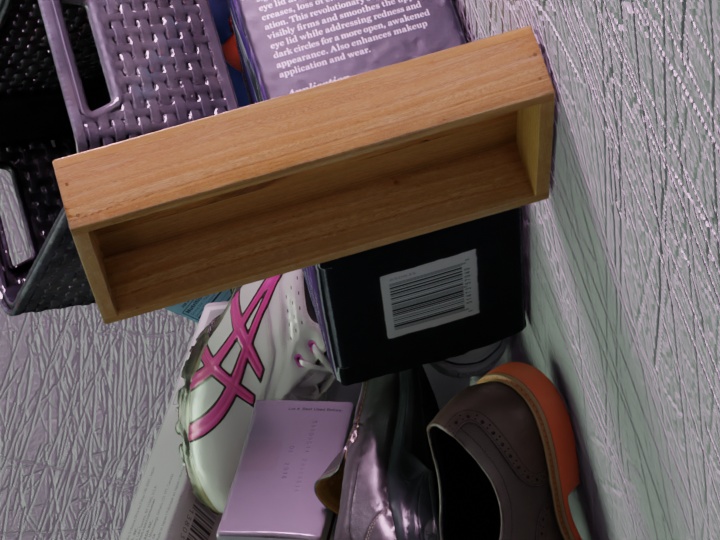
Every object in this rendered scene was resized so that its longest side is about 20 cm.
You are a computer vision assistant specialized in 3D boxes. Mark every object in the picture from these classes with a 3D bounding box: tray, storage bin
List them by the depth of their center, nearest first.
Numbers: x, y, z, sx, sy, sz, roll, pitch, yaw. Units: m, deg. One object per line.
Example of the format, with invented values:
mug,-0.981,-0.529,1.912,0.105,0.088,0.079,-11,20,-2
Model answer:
tray,-0.021,-0.038,1.018,0.099,0.199,0.037,83,171,-67
storage bin,-0.146,-0.075,1.349,0.200,0.093,0.136,128,129,-59

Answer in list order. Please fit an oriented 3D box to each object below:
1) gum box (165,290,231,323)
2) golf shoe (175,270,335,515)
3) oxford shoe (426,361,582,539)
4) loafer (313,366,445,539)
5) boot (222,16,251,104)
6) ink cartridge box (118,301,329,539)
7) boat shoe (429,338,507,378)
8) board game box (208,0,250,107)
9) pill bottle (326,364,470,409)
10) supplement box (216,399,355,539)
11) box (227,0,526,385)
gum box,-0.052,-0.012,1.618,0.199,0.045,0.170,26,-147,-27
golf shoe,-0.047,0.047,1.404,0.092,0.072,0.201,16,95,40
oxford shoe,0.073,0.150,1.202,0.071,0.072,0.201,-2,107,49
loafer,0.009,0.102,1.281,0.200,0.072,0.073,-93,-16,-56
boot,-0.031,-0.154,1.413,0.201,0.107,0.075,81,174,-46
ink cartridge box,-0.060,0.148,1.504,0.176,0.045,0.201,47,-131,-39
boat shoe,0.029,-0.040,1.336,0.201,0.073,0.067,59,167,23
board game box,-0.095,-0.125,1.484,0.200,0.039,0.159,74,-146,-67
pill bottle,0.000,0.000,1.505,0.113,0.112,0.201,79,173,-49
supplement box,-0.028,0.182,1.384,0.109,0.060,0.201,-75,-19,-49
box,0.005,-0.071,1.226,0.148,0.104,0.201,80,172,-61
